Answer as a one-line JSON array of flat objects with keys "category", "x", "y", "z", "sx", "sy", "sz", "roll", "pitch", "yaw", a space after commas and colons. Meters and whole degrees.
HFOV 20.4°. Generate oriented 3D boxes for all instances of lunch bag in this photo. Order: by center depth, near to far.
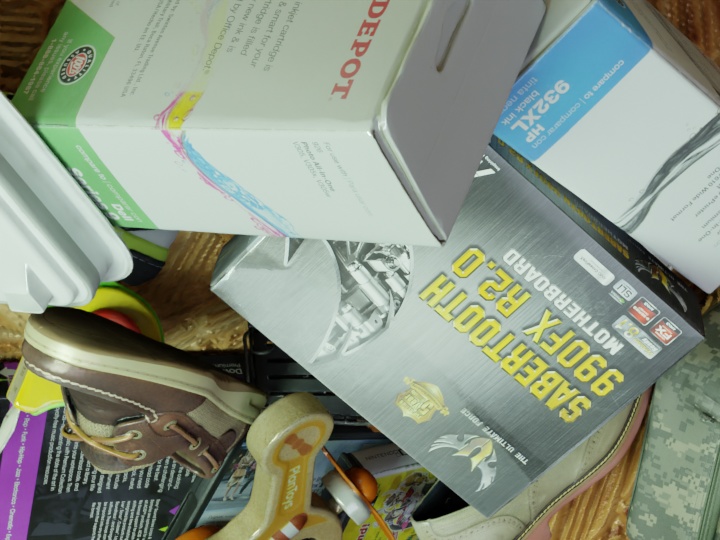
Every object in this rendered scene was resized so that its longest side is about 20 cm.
[{"category": "lunch bag", "x": 0.271, "y": 0.121, "z": 1.232, "sx": 0.139, "sy": 0.168, "sz": 0.200, "roll": -34, "pitch": 145, "yaw": -36}]

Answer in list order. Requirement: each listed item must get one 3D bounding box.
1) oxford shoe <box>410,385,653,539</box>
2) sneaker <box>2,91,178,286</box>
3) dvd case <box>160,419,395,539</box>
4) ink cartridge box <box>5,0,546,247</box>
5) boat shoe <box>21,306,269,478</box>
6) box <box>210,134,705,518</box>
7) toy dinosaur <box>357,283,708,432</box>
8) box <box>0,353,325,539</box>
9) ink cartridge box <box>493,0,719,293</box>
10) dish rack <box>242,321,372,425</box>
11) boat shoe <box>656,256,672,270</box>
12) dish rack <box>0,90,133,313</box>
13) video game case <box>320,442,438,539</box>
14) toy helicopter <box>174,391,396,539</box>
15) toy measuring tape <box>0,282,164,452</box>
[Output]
[{"category": "oxford shoe", "x": 0.107, "y": 0.098, "z": 1.204, "sx": 0.200, "sy": 0.070, "sz": 0.075, "roll": -53, "pitch": 124, "yaw": -17}, {"category": "sneaker", "x": -0.159, "y": -0.068, "z": 1.009, "sx": 0.200, "sy": 0.072, "sz": 0.083, "roll": 35, "pitch": 88, "yaw": -41}, {"category": "dvd case", "x": -0.064, "y": 0.167, "z": 1.221, "sx": 0.142, "sy": 0.018, "sz": 0.200, "roll": 3, "pitch": 128, "yaw": -42}, {"category": "ink cartridge box", "x": -0.037, "y": -0.094, "z": 0.897, "sx": 0.199, "sy": 0.146, "sz": 0.088, "roll": 2, "pitch": 145, "yaw": 33}, {"category": "boat shoe", "x": -0.114, "y": 0.071, "z": 1.018, "sx": 0.072, "sy": 0.072, "sz": 0.200, "roll": -64, "pitch": 157, "yaw": -2}, {"category": "box", "x": 0.049, "y": 0.011, "z": 1.016, "sx": 0.200, "sy": 0.048, "sz": 0.158, "roll": 41, "pitch": 113, "yaw": -16}, {"category": "toy dinosaur", "x": 0.090, "y": 0.051, "z": 1.188, "sx": 0.181, "sy": 0.105, "sz": 0.200, "roll": -24, "pitch": 151, "yaw": 31}, {"category": "box", "x": -0.129, "y": 0.111, "z": 1.191, "sx": 0.199, "sy": 0.036, "sz": 0.143, "roll": 0, "pitch": 131, "yaw": -19}, {"category": "ink cartridge box", "x": 0.121, "y": -0.096, "z": 1.014, "sx": 0.084, "sy": 0.145, "sz": 0.200, "roll": -45, "pitch": 131, "yaw": 15}, {"category": "dish rack", "x": 0.000, "y": 0.000, "z": 1.071, "sx": 0.153, "sy": 0.055, "sz": 0.201, "roll": 0, "pitch": 116, "yaw": 6}, {"category": "boat shoe", "x": 0.082, "y": -0.038, "z": 1.116, "sx": 0.199, "sy": 0.057, "sz": 0.067, "roll": 13, "pitch": 117, "yaw": -9}, {"category": "dish rack", "x": -0.222, "y": -0.034, "z": 0.937, "sx": 0.199, "sy": 0.044, "sz": 0.172, "roll": 4, "pitch": 146, "yaw": 32}, {"category": "video game case", "x": 0.029, "y": 0.178, "z": 1.282, "sx": 0.180, "sy": 0.026, "sz": 0.200, "roll": -9, "pitch": 136, "yaw": -39}, {"category": "toy helicopter", "x": -0.036, "y": 0.132, "z": 1.112, "sx": 0.132, "sy": 0.079, "sz": 0.200, "roll": -23, "pitch": 147, "yaw": -25}, {"category": "toy measuring tape", "x": -0.156, "y": 0.075, "z": 1.087, "sx": 0.073, "sy": 0.074, "sz": 0.201, "roll": 24, "pitch": 88, "yaw": -36}]
